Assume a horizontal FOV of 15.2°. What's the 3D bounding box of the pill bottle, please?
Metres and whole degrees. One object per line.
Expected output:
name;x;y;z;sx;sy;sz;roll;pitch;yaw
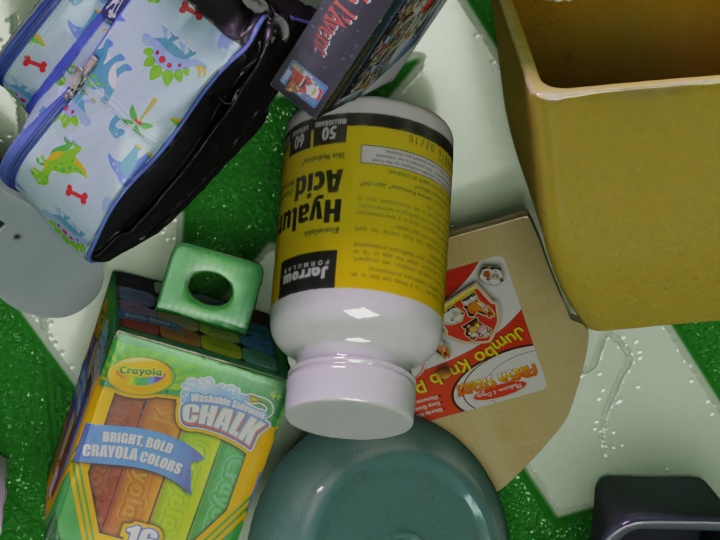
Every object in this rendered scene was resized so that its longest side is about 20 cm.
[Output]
pill bottle;0.000;0.000;1.714;0.111;0.111;0.201;6;69;-8

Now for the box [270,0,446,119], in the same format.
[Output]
box;0.034;-0.191;1.638;0.038;0.137;0.200;39;114;9

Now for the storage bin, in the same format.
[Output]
storage bin;0.214;0.236;1.853;0.145;0.134;0.201;1;109;-6

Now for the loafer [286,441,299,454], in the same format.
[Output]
loafer;-0.028;0.211;1.825;0.075;0.070;0.201;4;81;-8

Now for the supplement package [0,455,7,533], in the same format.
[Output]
supplement package;-0.346;0.143;1.773;0.200;0.121;0.120;32;103;-14

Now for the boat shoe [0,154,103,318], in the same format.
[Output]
boat shoe;-0.244;-0.050;1.750;0.071;0.091;0.200;-39;135;8

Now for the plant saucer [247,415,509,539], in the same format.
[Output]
plant saucer;0.021;0.193;1.796;0.199;0.036;0.201;1;87;-27

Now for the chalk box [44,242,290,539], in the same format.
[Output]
chalk box;-0.121;0.084;1.774;0.124;0.124;0.201;16;107;-11

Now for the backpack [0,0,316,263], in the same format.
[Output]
backpack;-0.139;-0.115;1.680;0.147;0.183;0.200;39;100;7

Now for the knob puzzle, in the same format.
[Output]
knob puzzle;0.059;0.063;1.832;0.218;0.030;0.221;0;118;0

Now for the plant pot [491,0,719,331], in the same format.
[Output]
plant pot;0.189;-0.075;1.722;0.194;0.194;0.201;-4;121;-4
